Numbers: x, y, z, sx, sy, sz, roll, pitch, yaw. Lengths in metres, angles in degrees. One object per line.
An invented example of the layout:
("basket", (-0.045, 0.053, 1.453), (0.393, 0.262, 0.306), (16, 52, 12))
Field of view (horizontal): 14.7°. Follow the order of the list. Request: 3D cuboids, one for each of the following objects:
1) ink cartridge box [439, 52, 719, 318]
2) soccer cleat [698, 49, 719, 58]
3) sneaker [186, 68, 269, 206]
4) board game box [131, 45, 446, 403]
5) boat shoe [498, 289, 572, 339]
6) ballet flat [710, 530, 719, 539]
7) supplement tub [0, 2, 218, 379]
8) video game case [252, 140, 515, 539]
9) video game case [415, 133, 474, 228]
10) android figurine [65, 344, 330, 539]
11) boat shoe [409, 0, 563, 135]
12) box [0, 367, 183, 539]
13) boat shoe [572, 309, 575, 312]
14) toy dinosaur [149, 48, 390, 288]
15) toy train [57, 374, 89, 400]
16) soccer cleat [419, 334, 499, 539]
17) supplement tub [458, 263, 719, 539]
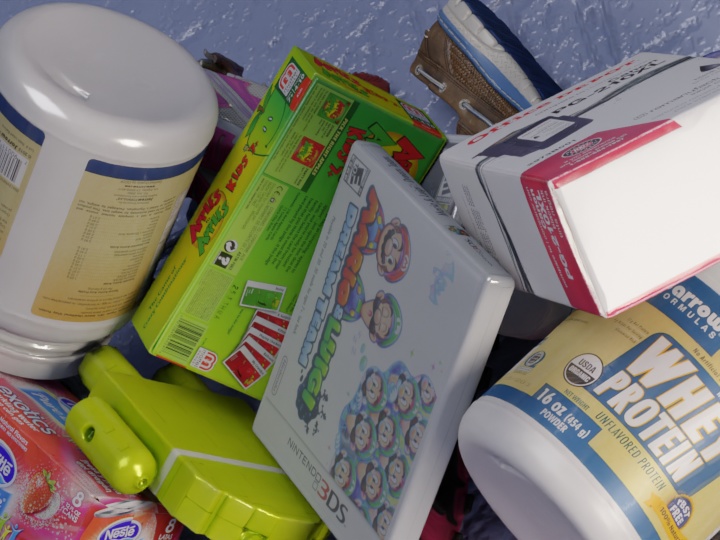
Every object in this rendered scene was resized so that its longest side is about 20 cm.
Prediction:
("ink cartridge box", (0.144, -0.051, 1.530), (0.144, 0.085, 0.200), (-26, 12, -11))
("soccer cleat", (0.168, -0.086, 1.668), (0.199, 0.084, 0.065), (-24, 63, -25))
("sneaker", (-0.100, -0.089, 1.798), (0.199, 0.088, 0.082), (35, 124, 15))
("board game box", (-0.045, -0.025, 1.706), (0.201, 0.101, 0.048), (-58, 30, 13))
("boat shoe", (0.085, -0.009, 1.718), (0.200, 0.067, 0.072), (37, 105, 55))
("ballet flat", (0.199, 0.183, 1.564), (0.200, 0.069, 0.071), (-48, 31, -2))
("supplement tub", (-0.183, -0.047, 1.721), (0.145, 0.144, 0.201), (57, 134, 39))
("video game case", (0.009, 0.052, 1.628), (0.182, 0.024, 0.201), (47, 123, 52))
("video game case", (0.000, 0.000, 1.741), (0.200, 0.023, 0.183), (8, 77, 60))
("android figurine", (-0.090, 0.118, 1.696), (0.200, 0.181, 0.041), (45, 110, 39))
("boat shoe", (0.100, -0.088, 1.777), (0.072, 0.072, 0.200), (-49, 50, 18))
("box", (-0.208, 0.130, 1.720), (0.200, 0.095, 0.100), (37, 107, 36))
("boat shoe", (0.135, 0.075, 1.657), (0.073, 0.065, 0.201), (-4, 62, 29))
("toy dinosaur", (-0.093, -0.049, 1.843), (0.199, 0.105, 0.183), (-7, 64, 24))
("toy train", (-0.190, 0.126, 1.815), (0.199, 0.085, 0.115), (24, 87, 38))
("soccer cleat", (0.026, 0.107, 1.710), (0.086, 0.070, 0.201), (-8, 54, 39))
("supplement tub", (0.168, 0.074, 1.551), (0.200, 0.145, 0.144), (-42, 49, -14))
